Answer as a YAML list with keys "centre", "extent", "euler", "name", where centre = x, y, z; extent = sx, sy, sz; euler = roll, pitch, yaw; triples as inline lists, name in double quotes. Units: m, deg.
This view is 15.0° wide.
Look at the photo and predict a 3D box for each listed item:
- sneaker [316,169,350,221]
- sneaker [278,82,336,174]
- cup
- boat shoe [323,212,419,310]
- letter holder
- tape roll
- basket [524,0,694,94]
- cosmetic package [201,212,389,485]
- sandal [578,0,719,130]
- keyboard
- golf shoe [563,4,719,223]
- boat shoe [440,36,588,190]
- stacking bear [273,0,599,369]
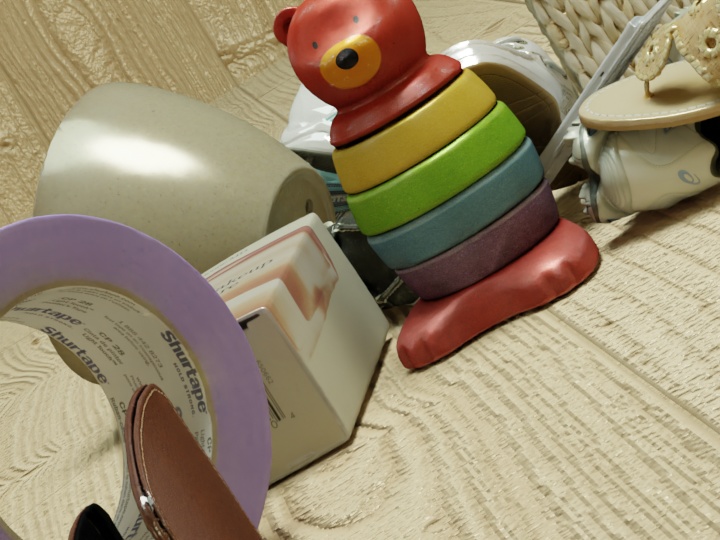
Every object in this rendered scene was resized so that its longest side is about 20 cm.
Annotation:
- centre: [0.052, -0.085, 1.840]
  extent: [0.200, 0.086, 0.078]
  euler: [-30, 9, 9]
  name: "sneaker"
- centre: [0.040, -0.100, 1.774]
  extent: [0.200, 0.080, 0.070]
  euler: [9, -11, 26]
  name: "sneaker"
- centre: [-0.100, -0.020, 1.772]
  extent: [0.143, 0.201, 0.200]
  euler: [4, 27, 27]
  name: "cup"
- centre: [0.000, 0.000, 1.632]
  extent: [0.064, 0.071, 0.200]
  euler: [-28, 0, -17]
  name: "boat shoe"
- centre: [-0.081, 0.133, 0.974]
  extent: [0.100, 0.142, 0.200]
  euler: [-31, 10, 1]
  name: "letter holder"
- centre: [-0.146, 0.080, 1.275]
  extent: [0.200, 0.200, 0.085]
  euler: [-39, 11, -37]
  name: "tape roll"
- centre: [0.176, -0.222, 1.819]
  extent: [0.161, 0.198, 0.200]
  euler: [-33, 10, 5]
  name: "basket"
- centre: [-0.056, 0.048, 1.494]
  extent: [0.103, 0.087, 0.200]
  euler: [-30, 9, 12]
  name: "cosmetic package"
- centre: [0.208, -0.126, 1.415]
  extent: [0.211, 0.070, 0.078]
  euler: [-5, 27, 26]
  name: "sandal"
- centre: [0.123, -0.079, 1.568]
  extent: [0.056, 0.011, 0.200]
  euler: [-35, -18, -51]
  name: "keyboard"
- centre: [0.197, -0.088, 1.513]
  extent: [0.097, 0.078, 0.200]
  euler: [-3, 31, 35]
  name: "golf shoe"
- centre: [0.086, -0.104, 1.607]
  extent: [0.071, 0.070, 0.200]
  euler: [-21, -21, 17]
  name: "boat shoe"
- centre: [0.031, -0.069, 1.477]
  extent: [0.121, 0.200, 0.114]
  euler: [-28, 10, 19]
  name: "stacking bear"
